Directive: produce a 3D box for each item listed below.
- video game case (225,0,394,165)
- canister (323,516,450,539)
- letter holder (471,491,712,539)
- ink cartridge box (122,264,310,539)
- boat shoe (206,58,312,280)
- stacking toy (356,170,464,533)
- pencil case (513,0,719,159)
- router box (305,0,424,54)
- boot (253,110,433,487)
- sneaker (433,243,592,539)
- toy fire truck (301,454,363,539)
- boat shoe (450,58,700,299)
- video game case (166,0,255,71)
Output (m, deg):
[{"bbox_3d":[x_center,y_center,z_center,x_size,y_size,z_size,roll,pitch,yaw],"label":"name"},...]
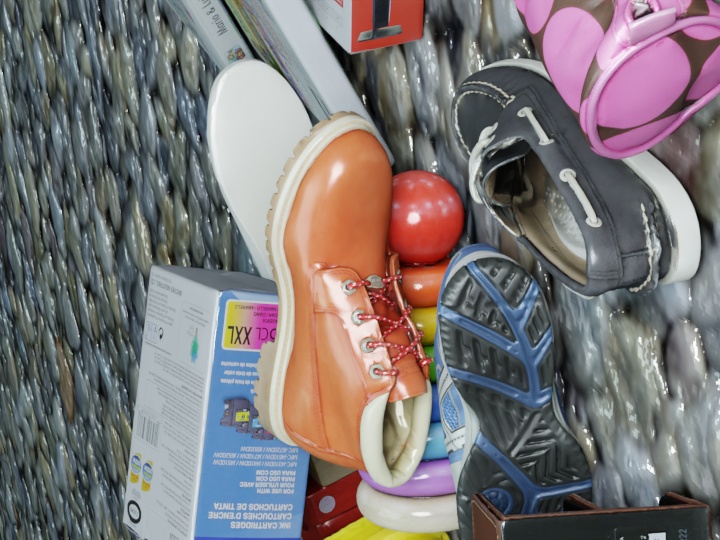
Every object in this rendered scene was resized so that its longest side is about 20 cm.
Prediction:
[{"bbox_3d":[-0.062,-0.169,1.156,0.182,0.022,0.201,50,174,48],"label":"video game case"},{"bbox_3d":[0.030,0.248,1.129,0.200,0.148,0.087,47,161,48],"label":"canister"},{"bbox_3d":[0.112,0.211,0.929,0.142,0.099,0.202,161,106,-86],"label":"letter holder"},{"bbox_3d":[-0.087,0.105,1.158,0.136,0.076,0.202,-164,81,-66],"label":"ink cartridge box"},{"bbox_3d":[-0.054,-0.047,1.257,0.201,0.072,0.068,65,169,-22],"label":"boat shoe"},{"bbox_3d":[0.034,0.043,1.091,0.085,0.085,0.202,-153,56,-63],"label":"stacking toy"},{"bbox_3d":[0.089,-0.151,0.820,0.201,0.090,0.094,61,-171,29],"label":"pencil case"},{"bbox_3d":[-0.026,-0.249,1.093,0.200,0.048,0.181,-129,33,-48],"label":"router box"},{"bbox_3d":[0.003,0.018,1.025,0.107,0.075,0.202,30,126,42],"label":"boot"},{"bbox_3d":[0.080,0.079,1.025,0.077,0.075,0.202,-100,4,-71],"label":"sneaker"},{"bbox_3d":[-0.039,0.162,1.308,0.176,0.128,0.202,29,141,61],"label":"toy fire truck"},{"bbox_3d":[0.086,-0.045,0.923,0.200,0.060,0.075,-131,33,-50],"label":"boat shoe"},{"bbox_3d":[-0.137,-0.219,1.322,0.200,0.024,0.183,52,175,47],"label":"video game case"}]
